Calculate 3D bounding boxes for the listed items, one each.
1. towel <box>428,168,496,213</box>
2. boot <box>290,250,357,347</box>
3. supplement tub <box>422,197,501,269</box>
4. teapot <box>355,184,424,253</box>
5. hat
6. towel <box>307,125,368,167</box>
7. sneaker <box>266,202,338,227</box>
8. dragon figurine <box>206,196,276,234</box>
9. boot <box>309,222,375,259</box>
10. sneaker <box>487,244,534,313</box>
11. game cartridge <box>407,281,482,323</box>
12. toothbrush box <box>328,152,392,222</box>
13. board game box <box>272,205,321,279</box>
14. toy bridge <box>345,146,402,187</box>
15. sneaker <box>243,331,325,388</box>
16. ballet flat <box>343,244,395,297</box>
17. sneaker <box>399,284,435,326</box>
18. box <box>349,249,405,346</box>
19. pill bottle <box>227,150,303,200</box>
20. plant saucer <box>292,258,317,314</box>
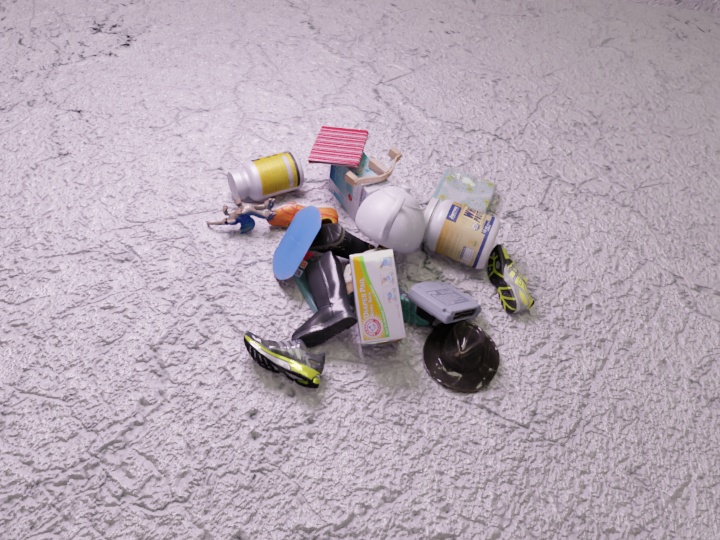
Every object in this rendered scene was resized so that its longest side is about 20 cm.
[{"bbox_3d":[0.311,-0.224,1.663,0.169,0.049,0.201,23,50,11],"label":"towel"},{"bbox_3d":[-0.105,0.067,1.301,0.163,0.066,0.202,-23,55,3],"label":"boot"},{"bbox_3d":[0.263,-0.104,1.485,0.197,0.146,0.145,23,49,10],"label":"supplement tub"},{"bbox_3d":[0.088,-0.146,1.396,0.195,0.148,0.200,8,25,-40],"label":"teapot"},{"bbox_3d":[0.244,0.178,1.280,0.197,0.082,0.203,5,50,-6],"label":"hat"},{"bbox_3d":[-0.059,-0.343,1.520,0.142,0.023,0.202,6,41,6],"label":"towel"},{"bbox_3d":[-0.156,-0.138,1.494,0.196,0.073,0.078,-3,62,-8],"label":"sneaker"},{"bbox_3d":[-0.314,-0.139,1.459,0.198,0.099,0.060,-26,59,25],"label":"dragon figurine"},{"bbox_3d":[-0.067,-0.064,1.437,0.153,0.202,0.075,26,74,-38],"label":"boot"},{"bbox_3d":[0.395,0.022,1.456,0.075,0.076,0.203,1,59,-19],"label":"sneaker"},{"bbox_3d":[0.200,0.073,1.329,0.133,0.041,0.199,38,22,29],"label":"game cartridge"},{"bbox_3d":[-0.004,-0.236,1.553,0.084,0.148,0.201,-22,57,-25],"label":"toothbrush box"},{"bbox_3d":[-0.149,-0.064,1.382,0.039,0.202,0.158,28,4,-33],"label":"board game box"},{"bbox_3d":[0.050,-0.273,1.478,0.067,0.027,0.199,41,54,20],"label":"toy bridge"},{"bbox_3d":[-0.166,0.183,1.210,0.198,0.074,0.082,27,56,4],"label":"sneaker"},{"bbox_3d":[0.000,0.000,1.363,0.199,0.070,0.066,-39,107,-23],"label":"ballet flat"},{"bbox_3d":[0.101,0.064,1.362,0.197,0.075,0.088,23,44,11],"label":"sneaker"},{"bbox_3d":[0.037,0.066,1.259,0.099,0.113,0.204,-8,81,-2],"label":"box"},{"bbox_3d":[-0.268,-0.263,1.552,0.198,0.112,0.112,-21,55,-25],"label":"pill bottle"},{"bbox_3d":[-0.120,0.036,1.383,0.069,0.019,0.201,-18,54,-24],"label":"plant saucer"}]
